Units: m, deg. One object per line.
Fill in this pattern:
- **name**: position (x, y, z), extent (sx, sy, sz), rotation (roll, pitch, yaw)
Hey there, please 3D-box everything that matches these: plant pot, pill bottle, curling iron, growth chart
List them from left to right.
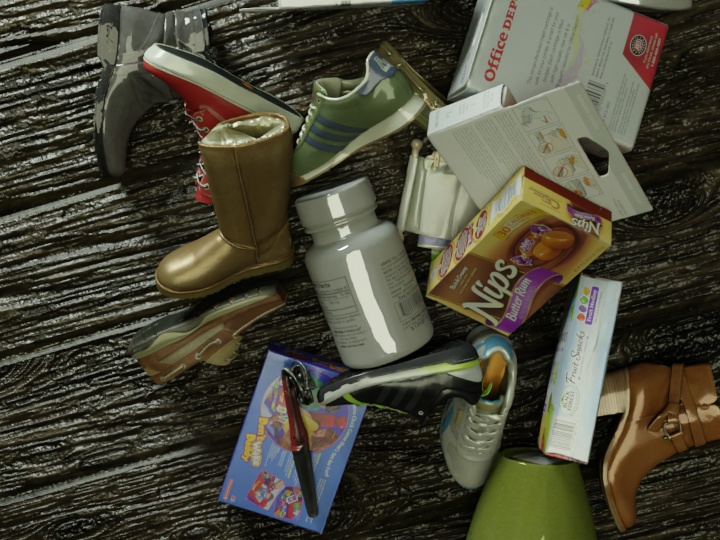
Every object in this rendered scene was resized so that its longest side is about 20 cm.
- **curling iron**: position (-0.068, 0.201, 1.295), extent (0.025, 0.050, 0.201), rotation (-15, 112, -30)
- **pill bottle**: position (0.000, 0.000, 1.264), extent (0.114, 0.114, 0.201), rotation (-20, 101, 4)
- **growth chart**: position (0.136, -0.059, 1.298), extent (0.199, 0.018, 0.145), rotation (16, 106, -4)
- **plant pot**: position (0.203, 0.317, 1.309), extent (0.186, 0.187, 0.201), rotation (2, 93, -1)

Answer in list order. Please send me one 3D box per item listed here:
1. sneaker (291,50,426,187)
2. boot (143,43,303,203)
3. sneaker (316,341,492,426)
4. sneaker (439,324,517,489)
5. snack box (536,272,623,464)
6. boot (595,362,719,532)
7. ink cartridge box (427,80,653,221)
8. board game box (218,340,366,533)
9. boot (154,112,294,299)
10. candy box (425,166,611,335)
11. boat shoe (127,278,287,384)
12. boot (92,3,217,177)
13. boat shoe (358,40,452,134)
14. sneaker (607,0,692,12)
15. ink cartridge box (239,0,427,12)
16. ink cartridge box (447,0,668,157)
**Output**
- **sneaker**: position (-0.028, -0.172, 1.222), extent (0.200, 0.067, 0.090), rotation (-25, 111, 34)
- **boot**: position (-0.175, -0.152, 1.223), extent (0.200, 0.072, 0.145), rotation (26, 104, -37)
- **sneaker**: position (0.049, 0.142, 1.259), extent (0.199, 0.072, 0.083), rotation (-14, 94, 10)
- **sneaker**: position (0.140, 0.169, 1.318), extent (0.076, 0.081, 0.201), rotation (5, 103, -3)
- **snack box**: position (0.245, 0.110, 1.250), extent (0.053, 0.142, 0.201), rotation (12, 87, 6)
- **boot**: position (0.359, 0.209, 1.332), extent (0.155, 0.077, 0.201), rotation (-9, 89, 7)
- **ink cartridge box**: position (0.193, -0.116, 1.182), extent (0.173, 0.044, 0.200), rotation (-18, 132, 28)
- **board game box**: position (-0.077, 0.202, 1.340), extent (0.134, 0.045, 0.201), rotation (19, 101, -4)
- **boot**: position (-0.155, -0.071, 1.217), extent (0.174, 0.066, 0.200), rotation (-19, 141, -14)
- **candy box**: position (0.171, -0.017, 1.227), extent (0.116, 0.057, 0.200), rotation (25, 137, -15)
- **boat shoe**: position (-0.173, 0.073, 1.304), extent (0.199, 0.076, 0.074), rotation (-23, 106, 12)
- **boot**: position (-0.230, -0.198, 1.248), extent (0.131, 0.070, 0.201), rotation (4, 107, -8)
- **boat shoe**: position (0.094, -0.182, 1.251), extent (0.200, 0.073, 0.063), rotation (32, 104, 1)
- **sneaker**: position (0.280, -0.353, 1.215), extent (0.199, 0.074, 0.119), rotation (13, 98, -4)
- **ink cartridge box**: position (-0.030, -0.317, 1.197), extent (0.199, 0.116, 0.067), rotation (-3, 102, 0)
- **ink cartridge box**: position (0.213, -0.227, 1.209), extent (0.199, 0.083, 0.146), rotation (19, 86, -11)
